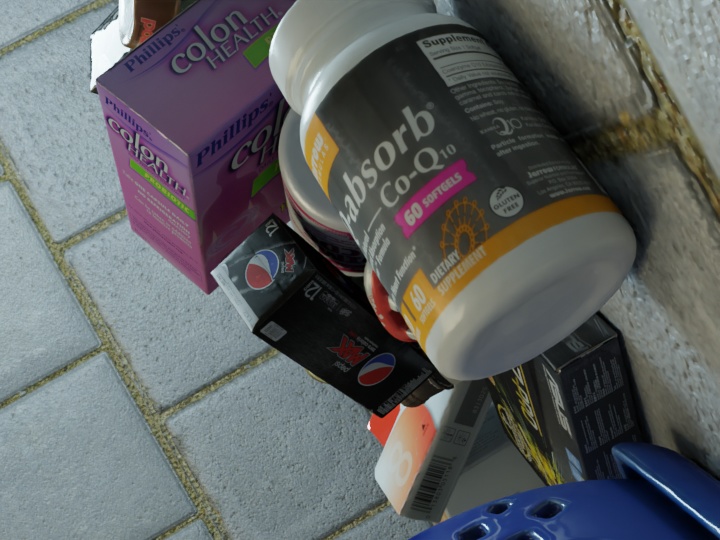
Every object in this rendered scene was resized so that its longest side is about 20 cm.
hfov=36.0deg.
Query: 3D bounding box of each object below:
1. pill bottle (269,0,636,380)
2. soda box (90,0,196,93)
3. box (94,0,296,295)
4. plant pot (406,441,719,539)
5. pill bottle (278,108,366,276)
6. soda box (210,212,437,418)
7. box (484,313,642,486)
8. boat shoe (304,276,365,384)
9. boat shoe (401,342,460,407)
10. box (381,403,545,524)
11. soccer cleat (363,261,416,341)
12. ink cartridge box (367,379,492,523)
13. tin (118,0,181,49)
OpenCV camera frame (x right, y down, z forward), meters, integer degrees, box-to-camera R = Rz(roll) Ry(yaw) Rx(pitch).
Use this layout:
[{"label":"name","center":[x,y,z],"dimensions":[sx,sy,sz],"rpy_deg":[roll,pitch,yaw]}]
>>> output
[{"label":"pill bottle","center":[0.039,-0.055,0.560],"dimensions":[0.201,0.116,0.117],"rpy_deg":[57,173,25]},{"label":"soda box","center":[-0.159,-0.220,0.964],"dimensions":[0.070,0.200,0.064],"rpy_deg":[14,-122,-38]},{"label":"box","center":[-0.096,-0.110,0.864],"dimensions":[0.097,0.176,0.200],"rpy_deg":[38,155,18]},{"label":"plant pot","center":[0.152,0.217,0.576],"dimensions":[0.201,0.179,0.200],"rpy_deg":[63,173,-19]},{"label":"pill bottle","center":[0.000,-0.061,0.830],"dimensions":[0.114,0.113,0.200],"rpy_deg":[59,174,10]},{"label":"soda box","center":[-0.022,0.039,0.825],"dimensions":[0.071,0.063,0.200],"rpy_deg":[50,-175,37]},{"label":"box","center":[0.129,0.082,0.741],"dimensions":[0.161,0.049,0.201],"rpy_deg":[50,165,52]},{"label":"boat shoe","center":[-0.001,0.000,0.966],"dimensions":[0.071,0.202,0.066],"rpy_deg":[17,171,-16]},{"label":"boat shoe","center":[0.046,0.046,0.987],"dimensions":[0.072,0.059,0.200],"rpy_deg":[43,-163,-27]},{"label":"box","center":[0.111,0.209,1.153],"dimensions":[0.153,0.106,0.200],"rpy_deg":[63,172,-24]},{"label":"soccer cleat","center":[0.040,0.018,0.824],"dimensions":[0.085,0.069,0.200],"rpy_deg":[27,178,32]},{"label":"ink cartridge box","center":[0.052,0.120,1.062],"dimensions":[0.050,0.163,0.200],"rpy_deg":[17,-168,-26]},{"label":"tin","center":[-0.159,-0.262,0.846],"dimensions":[0.112,0.042,0.201],"rpy_deg":[139,133,-58]}]
